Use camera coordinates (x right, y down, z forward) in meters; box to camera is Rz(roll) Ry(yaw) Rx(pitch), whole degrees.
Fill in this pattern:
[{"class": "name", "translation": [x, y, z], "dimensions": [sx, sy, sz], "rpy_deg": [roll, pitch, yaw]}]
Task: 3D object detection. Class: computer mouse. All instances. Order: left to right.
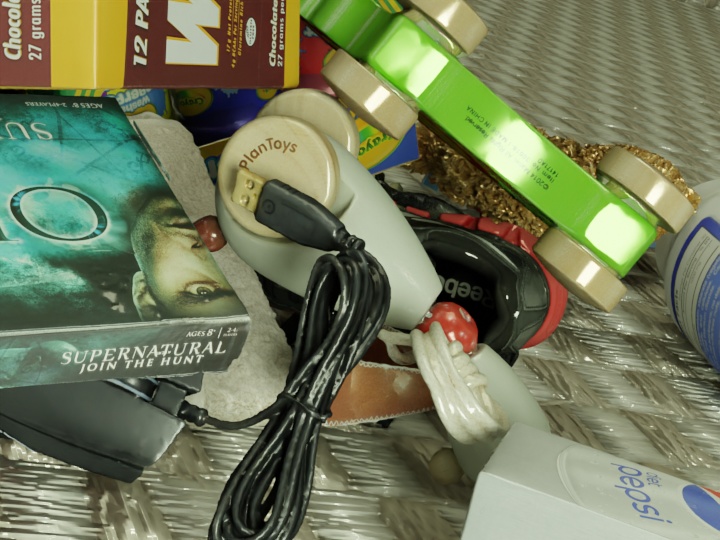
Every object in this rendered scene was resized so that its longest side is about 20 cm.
[{"class": "computer mouse", "translation": [-0.088, 0.013, 0.640], "dimensions": [0.199, 0.141, 0.046], "rpy_deg": [23, -13, 26]}]

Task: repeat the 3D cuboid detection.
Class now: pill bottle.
[{"class": "pill bottle", "translation": [0.241, 0.015, 0.965], "dimensions": [0.111, 0.113, 0.200], "rpy_deg": [11, 17, -13]}]

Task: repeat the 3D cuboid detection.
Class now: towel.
[{"class": "towel", "translation": [-0.110, -0.008, 0.763], "dimensions": [0.132, 0.035, 0.201], "rpy_deg": [2, 43, -35]}]

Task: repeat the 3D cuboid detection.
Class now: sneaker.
[{"class": "sneaker", "translation": [0.000, 0.000, 0.818], "dimensions": [0.199, 0.071, 0.098], "rpy_deg": [13, 14, 10]}]

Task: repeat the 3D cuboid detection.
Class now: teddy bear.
[{"class": "teddy bear", "translation": [0.104, -0.045, 1.015], "dimensions": [0.199, 0.067, 0.145], "rpy_deg": [22, -13, 28]}]

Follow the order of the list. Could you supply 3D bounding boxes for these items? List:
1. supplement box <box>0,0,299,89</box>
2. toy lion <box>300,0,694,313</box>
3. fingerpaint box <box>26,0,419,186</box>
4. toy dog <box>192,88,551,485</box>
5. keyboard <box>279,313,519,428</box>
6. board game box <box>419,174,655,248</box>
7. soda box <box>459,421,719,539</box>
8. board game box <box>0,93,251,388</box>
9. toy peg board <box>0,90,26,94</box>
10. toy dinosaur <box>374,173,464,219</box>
[{"class": "supplement box", "translation": [-0.148, -0.142, 0.687], "dimensions": [0.196, 0.134, 0.200], "rpy_deg": [3, 7, 19]}, {"class": "toy lion", "translation": [0.050, -0.075, 0.815], "dimensions": [0.200, 0.069, 0.192], "rpy_deg": [39, 3, -9]}, {"class": "fingerpaint box", "translation": [-0.076, -0.114, 0.898], "dimensions": [0.199, 0.168, 0.073], "rpy_deg": [-20, 31, -22]}, {"class": "toy dog", "translation": [-0.011, 0.017, 0.719], "dimensions": [0.201, 0.096, 0.132], "rpy_deg": [59, 15, 17]}, {"class": "keyboard", "translation": [0.024, 0.038, 0.864], "dimensions": [0.126, 0.021, 0.200], "rpy_deg": [17, 18, 9]}, {"class": "board game box", "translation": [0.126, -0.043, 1.188], "dimensions": [0.199, 0.039, 0.157], "rpy_deg": [32, 18, 32]}, {"class": "soda box", "translation": [0.132, 0.123, 0.598], "dimensions": [0.199, 0.069, 0.063], "rpy_deg": [18, 17, 13]}, {"class": "board game box", "translation": [-0.151, -0.013, 0.567], "dimensions": [0.199, 0.028, 0.136], "rpy_deg": [-3, 42, -35]}, {"class": "toy peg board", "translation": [-0.168, -0.125, 0.958], "dimensions": [0.198, 0.201, 0.098], "rpy_deg": [8, 35, -22]}, {"class": "toy dinosaur", "translation": [0.048, -0.025, 1.045], "dimensions": [0.088, 0.048, 0.200], "rpy_deg": [20, 9, -41]}]
